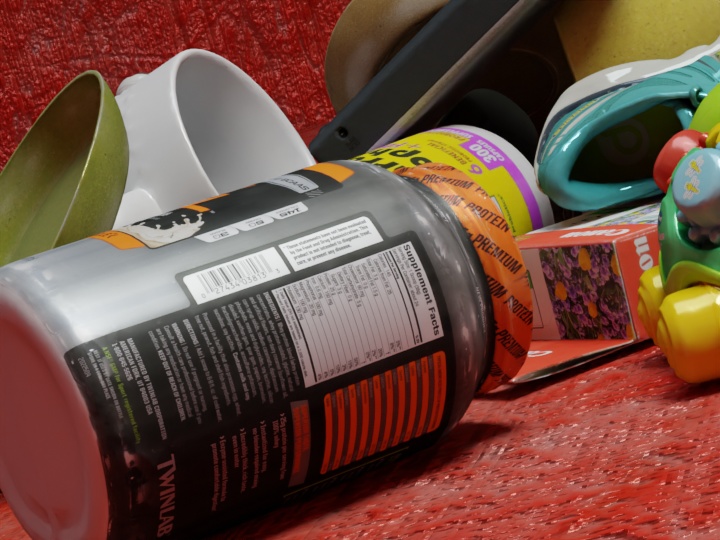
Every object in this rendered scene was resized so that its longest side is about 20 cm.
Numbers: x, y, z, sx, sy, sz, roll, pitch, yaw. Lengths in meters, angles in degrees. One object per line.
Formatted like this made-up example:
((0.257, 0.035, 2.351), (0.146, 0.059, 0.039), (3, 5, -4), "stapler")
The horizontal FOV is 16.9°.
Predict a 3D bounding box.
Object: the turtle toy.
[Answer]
((0.177, -0.028, 0.989), (0.146, 0.101, 0.200), (-15, 8, 2), "turtle toy")

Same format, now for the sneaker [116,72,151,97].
((-0.075, -0.036, 1.470), (0.080, 0.200, 0.074), (-62, 2, -27), "sneaker")

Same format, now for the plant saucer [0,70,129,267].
((-0.162, -0.001, 1.172), (0.031, 0.200, 0.200), (28, -9, -19), "plant saucer")

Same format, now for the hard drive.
((0.068, -0.132, 1.250), (0.200, 0.033, 0.140), (-44, -2, 23), "hard drive")

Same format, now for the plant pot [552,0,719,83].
((0.181, -0.108, 1.246), (0.142, 0.200, 0.200), (-18, 7, 6), "plant pot")

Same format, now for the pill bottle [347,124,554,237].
((0.000, 0.000, 1.156), (0.104, 0.104, 0.200), (-10, 9, 40), "pill bottle")

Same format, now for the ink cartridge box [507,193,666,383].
((0.115, 0.001, 1.108), (0.200, 0.050, 0.109), (-18, 7, -30), "ink cartridge box")

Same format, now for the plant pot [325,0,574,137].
((0.080, -0.114, 1.394), (0.200, 0.200, 0.028), (-14, 50, 9), "plant pot")

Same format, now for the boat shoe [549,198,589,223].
((0.154, -0.053, 1.378), (0.060, 0.072, 0.202), (-5, 15, 32), "boat shoe")

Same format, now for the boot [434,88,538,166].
((0.017, 0.001, 1.346), (0.138, 0.077, 0.200), (-45, 2, 46), "boot")

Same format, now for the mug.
((-0.132, -0.013, 1.337), (0.175, 0.148, 0.200), (-33, -3, 22), "mug")

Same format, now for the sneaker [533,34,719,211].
((0.175, -0.072, 1.120), (0.200, 0.078, 0.080), (-23, 13, 17), "sneaker")

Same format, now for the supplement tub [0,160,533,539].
((-0.040, 0.030, 0.932), (0.200, 0.123, 0.123), (-19, 8, -30), "supplement tub")
